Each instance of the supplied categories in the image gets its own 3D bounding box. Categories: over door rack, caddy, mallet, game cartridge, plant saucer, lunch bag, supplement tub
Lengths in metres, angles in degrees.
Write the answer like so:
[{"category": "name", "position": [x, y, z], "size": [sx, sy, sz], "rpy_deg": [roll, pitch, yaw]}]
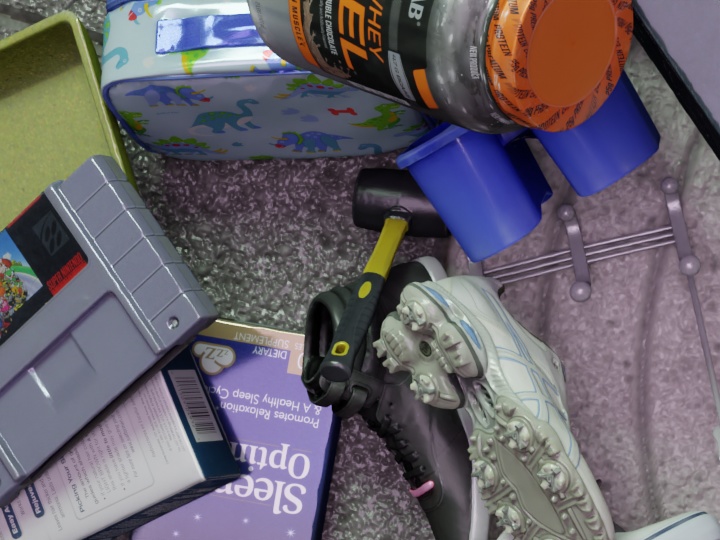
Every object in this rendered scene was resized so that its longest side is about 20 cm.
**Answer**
[{"category": "over door rack", "position": [0.143, 0.047, 1.647], "size": [0.147, 0.067, 0.200], "rpy_deg": [-14, 65, 9]}, {"category": "caddy", "position": [0.095, -0.085, 1.595], "size": [0.141, 0.200, 0.105], "rpy_deg": [-31, 93, 10]}, {"category": "mallet", "position": [0.000, 0.000, 1.648], "size": [0.066, 0.200, 0.041], "rpy_deg": [12, 128, 18]}, {"category": "game cartridge", "position": [-0.192, 0.037, 1.651], "size": [0.200, 0.038, 0.130], "rpy_deg": [-41, 79, 22]}, {"category": "plant saucer", "position": [-0.210, -0.040, 1.714], "size": [0.200, 0.048, 0.200], "rpy_deg": [-20, 85, 34]}, {"category": "lunch bag", "position": [-0.053, -0.126, 1.658], "size": [0.200, 0.161, 0.083], "rpy_deg": [-2, 75, 11]}, {"category": "supplement tub", "position": [0.042, -0.147, 1.473], "size": [0.200, 0.122, 0.123], "rpy_deg": [22, 93, 41]}]

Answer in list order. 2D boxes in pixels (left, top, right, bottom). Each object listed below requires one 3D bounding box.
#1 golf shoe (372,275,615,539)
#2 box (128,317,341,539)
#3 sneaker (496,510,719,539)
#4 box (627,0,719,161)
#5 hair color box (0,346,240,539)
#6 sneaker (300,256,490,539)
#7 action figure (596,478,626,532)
[{"category": "golf shoe", "position": [0.101, 0.083, 1.577], "size": [0.200, 0.097, 0.078], "rpy_deg": [57, 137, 12]}, {"category": "box", "position": [-0.080, 0.133, 1.726], "size": [0.121, 0.032, 0.200], "rpy_deg": [9, 91, 9]}, {"category": "sneaker", "position": [0.114, 0.177, 1.597], "size": [0.200, 0.073, 0.071], "rpy_deg": [-24, 70, 1]}, {"category": "box", "position": [0.219, -0.147, 1.526], "size": [0.124, 0.197, 0.200], "rpy_deg": [-34, 85, 7]}, {"category": "hair color box", "position": [-0.185, 0.125, 1.706], "size": [0.200, 0.061, 0.100], "rpy_deg": [-26, 79, 18]}, {"category": "sneaker", "position": [0.017, 0.095, 1.674], "size": [0.099, 0.071, 0.200], "rpy_deg": [-8, 81, -22]}, {"category": "action figure", "position": [0.201, 0.214, 1.668], "size": [0.193, 0.105, 0.200], "rpy_deg": [36, 65, 2]}]
